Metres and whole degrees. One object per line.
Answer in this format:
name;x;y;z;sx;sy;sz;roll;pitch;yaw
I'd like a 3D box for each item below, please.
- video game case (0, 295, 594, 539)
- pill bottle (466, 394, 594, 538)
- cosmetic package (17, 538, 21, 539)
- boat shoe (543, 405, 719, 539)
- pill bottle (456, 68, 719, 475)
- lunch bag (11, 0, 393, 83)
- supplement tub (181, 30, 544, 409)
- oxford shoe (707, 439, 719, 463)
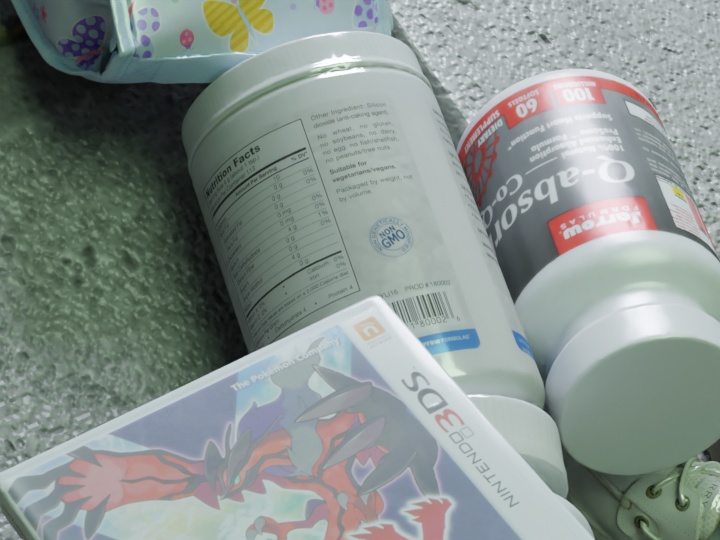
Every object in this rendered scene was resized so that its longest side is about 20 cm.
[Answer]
video game case;-0.026;0.109;1.167;0.200;0.023;0.182;-26;52;-21
pill bottle;0.055;0.162;1.217;0.109;0.110;0.200;11;54;-24
cosmetic package;-0.061;0.181;1.240;0.151;0.052;0.200;-33;80;-39
boat shoe;0.170;0.124;1.401;0.200;0.069;0.071;45;52;5
pill bottle;0.122;0.000;1.392;0.116;0.116;0.200;11;37;-24
lunch bag;-0.089;-0.176;1.397;0.169;0.127;0.200;-5;51;-32
supplement tub;0.000;0.000;1.343;0.132;0.132;0.200;-3;61;-32
oxford shoe;0.243;0.128;1.457;0.071;0.071;0.200;30;28;-60
